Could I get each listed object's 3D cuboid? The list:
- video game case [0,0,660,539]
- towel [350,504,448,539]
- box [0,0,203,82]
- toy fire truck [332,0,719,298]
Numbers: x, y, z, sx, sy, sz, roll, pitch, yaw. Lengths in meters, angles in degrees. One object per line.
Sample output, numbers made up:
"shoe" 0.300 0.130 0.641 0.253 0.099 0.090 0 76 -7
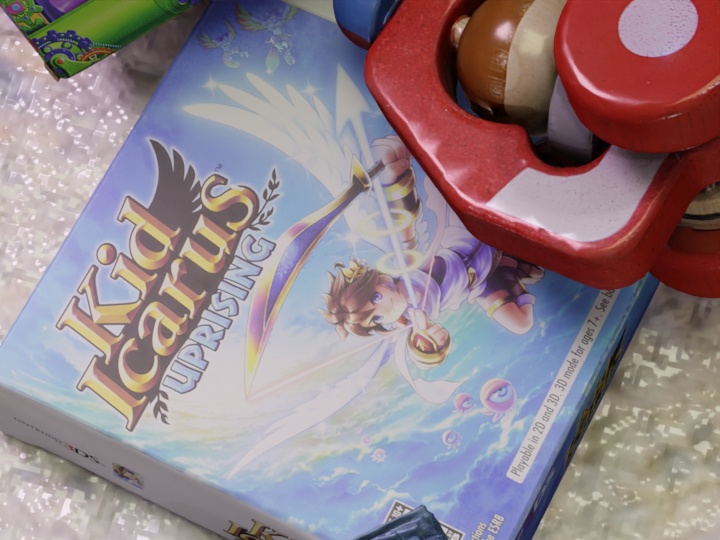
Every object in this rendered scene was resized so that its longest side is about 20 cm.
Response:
"video game case" 0.000 0.000 0.934 0.180 0.046 0.201 24 66 12
"towel" -0.043 0.163 0.837 0.199 0.049 0.112 -25 87 -6
"box" -0.076 -0.205 0.904 0.192 0.200 0.122 -28 39 11
"toy fire truck" 0.083 -0.094 0.900 0.167 0.112 0.201 23 71 31
